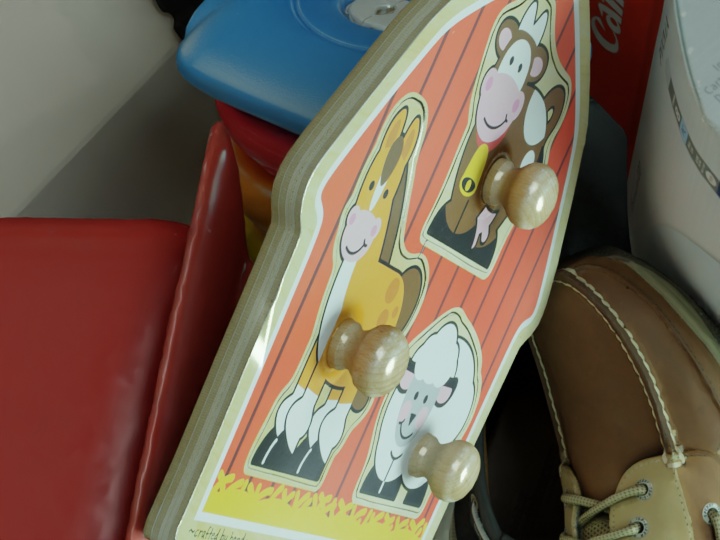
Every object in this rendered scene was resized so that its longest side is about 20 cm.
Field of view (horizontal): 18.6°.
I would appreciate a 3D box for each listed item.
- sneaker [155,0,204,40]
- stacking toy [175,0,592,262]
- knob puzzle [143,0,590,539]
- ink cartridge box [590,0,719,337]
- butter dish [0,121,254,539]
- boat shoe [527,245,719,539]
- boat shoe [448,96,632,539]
[{"bbox_3d":[-0.054,-0.152,0.787,0.079,0.075,0.201,-39,99,-31],"label":"sneaker"},{"bbox_3d":[0.000,0.000,0.752,0.116,0.109,0.202,-36,141,-45],"label":"stacking toy"},{"bbox_3d":[0.028,-0.003,0.641,0.030,0.220,0.220,23,62,25],"label":"knob puzzle"},{"bbox_3d":[0.101,-0.043,0.728,0.047,0.160,0.200,-39,72,-13],"label":"ink cartridge box"},{"bbox_3d":[-0.113,0.064,0.671,0.146,0.200,0.201,10,74,-3],"label":"butter dish"},{"bbox_3d":[0.106,0.091,0.743,0.074,0.075,0.201,-30,95,-34],"label":"boat shoe"},{"bbox_3d":[0.078,0.021,0.818,0.071,0.068,0.202,10,71,8],"label":"boat shoe"}]
